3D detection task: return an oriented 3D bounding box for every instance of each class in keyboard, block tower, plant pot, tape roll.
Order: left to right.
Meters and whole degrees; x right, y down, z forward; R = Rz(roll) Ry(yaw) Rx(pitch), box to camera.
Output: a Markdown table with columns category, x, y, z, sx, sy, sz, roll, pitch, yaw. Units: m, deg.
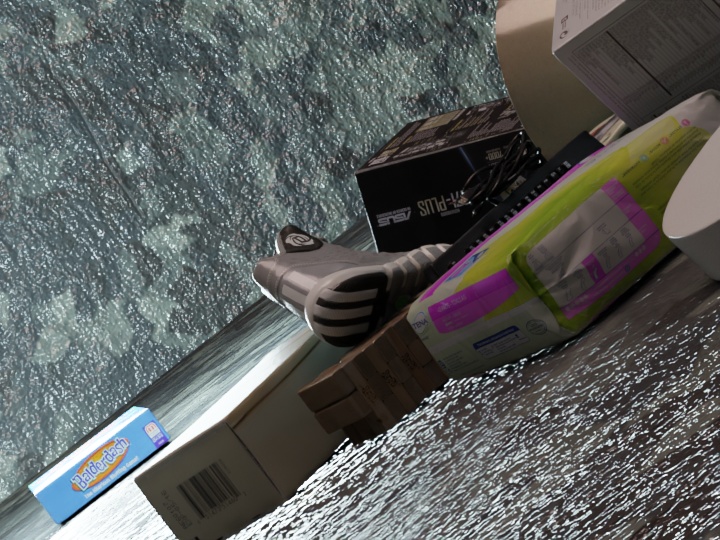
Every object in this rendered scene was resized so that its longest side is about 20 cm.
| category | x | y | z | sx | sy | sz | roll | pitch | yaw |
| --- | --- | --- | --- | --- | --- | --- | --- | --- | --- |
| block tower | 0.050 | 0.042 | 1.627 | 0.200 | 0.054 | 0.058 | -38 | 5 | -31 |
| keyboard | 0.117 | -0.041 | 1.632 | 0.200 | 0.104 | 0.040 | -41 | -19 | -41 |
| plant pot | 0.237 | -0.180 | 1.846 | 0.200 | 0.187 | 0.187 | -20 | 13 | 38 |
| tape roll | 0.240 | -0.080 | 1.262 | 0.203 | 0.037 | 0.203 | -46 | 7 | 8 |

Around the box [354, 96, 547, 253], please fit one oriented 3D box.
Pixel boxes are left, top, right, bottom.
| category | x | y | z | sx | sy | sz | roll | pitch | yaw |
| --- | --- | --- | --- | --- | --- | --- | --- | --- | --- |
| box | 0.103 | -0.085 | 2.049 | 0.164 | 0.086 | 0.200 | -14 | 11 | 17 |

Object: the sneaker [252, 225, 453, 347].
| category | x | y | z | sx | sy | sz | roll | pitch | yaw |
| --- | --- | --- | --- | --- | --- | --- | --- | --- | --- |
| sneaker | 0.000 | 0.000 | 1.703 | 0.200 | 0.115 | 0.075 | 0 | -68 | -54 |

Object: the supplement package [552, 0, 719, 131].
| category | x | y | z | sx | sy | sz | roll | pitch | yaw |
| --- | --- | --- | --- | --- | --- | --- | --- | --- | --- |
| supplement package | 0.251 | -0.191 | 1.596 | 0.200 | 0.151 | 0.152 | -35 | 27 | 30 |

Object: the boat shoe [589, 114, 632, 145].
| category | x | y | z | sx | sy | sz | roll | pitch | yaw |
| --- | --- | --- | --- | --- | --- | --- | --- | --- | --- |
| boat shoe | 0.236 | -0.118 | 1.756 | 0.200 | 0.071 | 0.063 | -37 | 10 | 21 |

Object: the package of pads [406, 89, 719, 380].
| category | x | y | z | sx | sy | sz | roll | pitch | yaw |
| --- | --- | --- | --- | --- | --- | --- | --- | --- | --- |
| package of pads | 0.140 | -0.023 | 1.494 | 0.200 | 0.068 | 0.155 | -39 | 4 | -28 |

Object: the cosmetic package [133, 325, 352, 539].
| category | x | y | z | sx | sy | sz | roll | pitch | yaw |
| --- | --- | --- | --- | --- | --- | --- | --- | --- | --- |
| cosmetic package | -0.059 | 0.107 | 1.686 | 0.104 | 0.073 | 0.200 | -34 | 6 | 34 |

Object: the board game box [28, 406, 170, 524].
| category | x | y | z | sx | sy | sz | roll | pitch | yaw |
| --- | --- | --- | --- | --- | --- | --- | --- | --- | --- |
| board game box | -0.287 | 0.211 | 2.645 | 0.152 | 0.045 | 0.200 | -38 | 3 | -10 |
